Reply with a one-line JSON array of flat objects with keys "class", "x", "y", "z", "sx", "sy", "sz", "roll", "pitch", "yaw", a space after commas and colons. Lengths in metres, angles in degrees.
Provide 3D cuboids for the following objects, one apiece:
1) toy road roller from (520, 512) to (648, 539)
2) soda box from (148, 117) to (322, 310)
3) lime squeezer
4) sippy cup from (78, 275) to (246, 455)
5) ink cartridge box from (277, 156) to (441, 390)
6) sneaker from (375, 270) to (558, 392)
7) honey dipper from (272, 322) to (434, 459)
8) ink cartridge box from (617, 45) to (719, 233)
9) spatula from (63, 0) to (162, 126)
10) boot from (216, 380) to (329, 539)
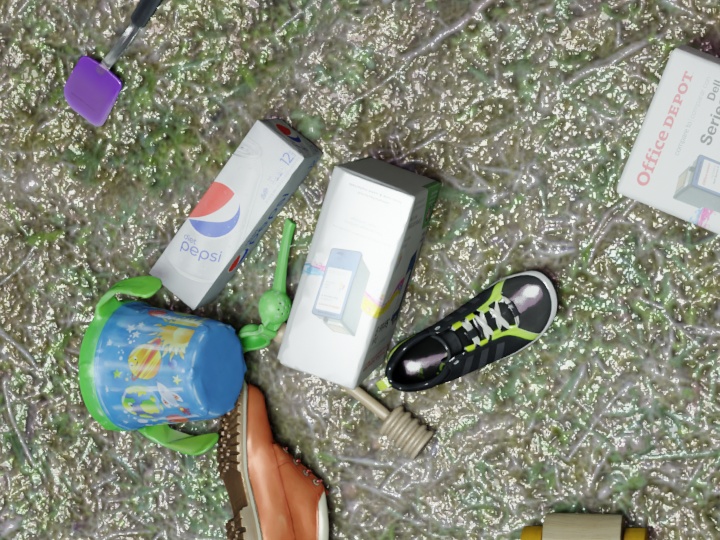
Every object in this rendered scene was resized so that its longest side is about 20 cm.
[{"class": "toy road roller", "x": 0.215, "y": 0.344, "z": 1.611, "sx": 0.122, "sy": 0.146, "sz": 0.201, "roll": -1, "pitch": 97, "yaw": 15}, {"class": "soda box", "x": -0.127, "y": -0.058, "z": 1.687, "sx": 0.063, "sy": 0.068, "sz": 0.200, "roll": 39, "pitch": 106, "yaw": 7}, {"class": "lime squeezer", "x": -0.110, "y": 0.047, "z": 1.701, "sx": 0.071, "sy": 0.038, "sz": 0.200, "roll": 41, "pitch": 108, "yaw": 32}, {"class": "sippy cup", "x": -0.192, "y": 0.097, "z": 1.675, "sx": 0.130, "sy": 0.178, "sz": 0.140, "roll": 0, "pitch": 67, "yaw": 31}, {"class": "ink cartridge box", "x": 0.000, "y": 0.000, "z": 1.621, "sx": 0.087, "sy": 0.145, "sz": 0.201, "roll": 21, "pitch": 101, "yaw": 10}, {"class": "sneaker", "x": 0.106, "y": 0.071, "z": 1.635, "sx": 0.200, "sy": 0.083, "sz": 0.072, "roll": -33, "pitch": 89, "yaw": 16}, {"class": "honey dipper", "x": -0.013, "y": 0.118, "z": 1.698, "sx": 0.200, "sy": 0.038, "sz": 0.038, "roll": 37, "pitch": 105, "yaw": 9}, {"class": "ink cartridge box", "x": 0.356, "y": -0.105, "z": 1.536, "sx": 0.200, "sy": 0.087, "sz": 0.146, "roll": 24, "pitch": 104, "yaw": 12}, {"class": "spatula", "x": -0.241, "y": -0.242, "z": 1.716, "sx": 0.056, "sy": 0.021, "sz": 0.200, "roll": 36, "pitch": 104, "yaw": 2}, {"class": "boot", "x": -0.089, "y": 0.209, "z": 1.718, "sx": 0.107, "sy": 0.075, "sz": 0.201, "roll": -4, "pitch": 78, "yaw": -21}]
